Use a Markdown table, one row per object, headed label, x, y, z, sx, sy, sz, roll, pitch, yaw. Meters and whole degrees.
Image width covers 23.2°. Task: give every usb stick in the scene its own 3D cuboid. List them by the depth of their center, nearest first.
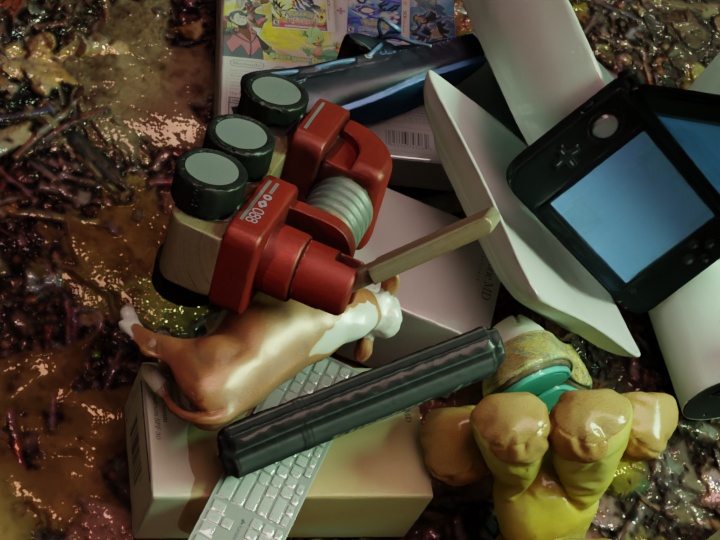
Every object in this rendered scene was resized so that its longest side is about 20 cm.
| label | x | y | z | sx | sy | sz | roll | pitch | yaw |
| --- | --- | --- | --- | --- | --- | --- | --- | --- | --- |
| usb stick | 0.000 | 0.086 | 1.134 | 0.198 | 0.056 | 0.033 | -21 | 71 | -11 |

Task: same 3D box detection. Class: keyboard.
| label | x | y | z | sx | sy | sz | roll | pitch | yaw |
| --- | --- | --- | --- | --- | --- | --- | --- | --- | --- |
| keyboard | -0.059 | 0.132 | 1.149 | 0.056 | 0.011 | 0.201 | 28 | 54 | -2 |

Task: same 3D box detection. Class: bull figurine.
| label | x | y | z | sx | sy | sz | roll | pitch | yaw |
| --- | --- | --- | --- | --- | --- | --- | --- | --- | --- |
| bull figurine | -0.064 | 0.036 | 1.171 | 0.121 | 0.066 | 0.199 | 29 | 41 | 30 |

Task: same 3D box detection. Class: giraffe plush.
| label | x | y | z | sx | sy | sz | roll | pitch | yaw |
| --- | --- | --- | --- | --- | --- | --- | --- | --- | --- |
| giraffe plush | 0.126 | 0.176 | 1.198 | 0.171 | 0.200 | 0.164 | -1 | 78 | -12 |

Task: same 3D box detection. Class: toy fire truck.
| label | x | y | z | sx | sy | sz | roll | pitch | yaw |
| --- | --- | --- | --- | --- | --- | --- | --- | --- | --- |
| toy fire truck | -0.012 | -0.039 | 1.136 | 0.198 | 0.130 | 0.176 | 23 | 35 | 7 |

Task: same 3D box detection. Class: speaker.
| label | x | y | z | sx | sy | sz | roll | pitch | yaw |
| --- | --- | --- | --- | --- | --- | --- | --- | --- | --- |
| speaker | 0.263 | 0.014 | 1.387 | 0.080 | 0.081 | 0.202 | -4 | 62 | -22 |

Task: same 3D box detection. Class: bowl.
| label | x | y | z | sx | sy | sz | roll | pitch | yaw |
| --- | --- | --- | --- | --- | --- | --- | --- | --- | --- |
| bowl | 0.144 | -0.153 | 1.347 | 0.074 | 0.200 | 0.201 | -26 | 60 | 8 |

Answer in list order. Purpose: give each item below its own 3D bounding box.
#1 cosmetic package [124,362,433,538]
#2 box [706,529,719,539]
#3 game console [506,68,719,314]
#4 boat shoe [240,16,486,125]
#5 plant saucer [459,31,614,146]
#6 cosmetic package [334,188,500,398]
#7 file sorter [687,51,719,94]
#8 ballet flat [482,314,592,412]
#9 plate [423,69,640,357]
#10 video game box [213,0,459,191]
| label | x | y | z | sx | sy | sz | roll | pitch | yaw |
| --- | --- | --- | --- | --- | --- | --- | --- | --- | --- |
| cosmetic package | -0.058 | 0.125 | 1.206 | 0.198 | 0.071 | 0.106 | 1 | 59 | -20 |
| box | 0.360 | 0.219 | 1.310 | 0.198 | 0.060 | 0.117 | -15 | 66 | -27 |
| game console | 0.232 | -0.038 | 1.241 | 0.200 | 0.175 | 0.117 | 42 | 16 | -39 |
| boat shoe | 0.004 | -0.153 | 1.327 | 0.198 | 0.084 | 0.069 | -19 | 77 | -26 |
| plant saucer | 0.154 | -0.133 | 1.462 | 0.199 | 0.039 | 0.203 | 9 | 58 | -15 |
| cosmetic package | 0.000 | 0.000 | 1.296 | 0.198 | 0.085 | 0.108 | 20 | 52 | -7 |
| file sorter | 0.362 | -0.120 | 1.436 | 0.123 | 0.200 | 0.140 | 12 | 56 | -18 |
| ballet flat | 0.120 | 0.065 | 1.250 | 0.070 | 0.200 | 0.072 | -3 | 79 | 17 |
| plate | 0.119 | -0.033 | 1.288 | 0.200 | 0.032 | 0.201 | 28 | 34 | -57 |
| video game box | -0.019 | -0.158 | 1.402 | 0.198 | 0.047 | 0.184 | 6 | 60 | -11 |
